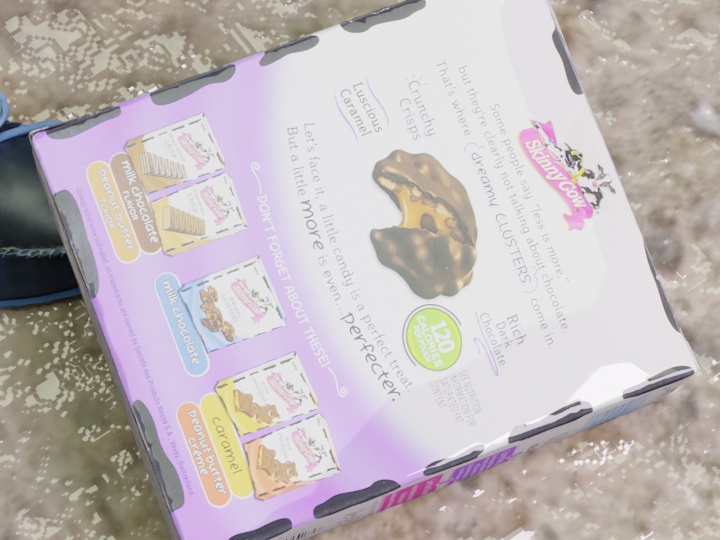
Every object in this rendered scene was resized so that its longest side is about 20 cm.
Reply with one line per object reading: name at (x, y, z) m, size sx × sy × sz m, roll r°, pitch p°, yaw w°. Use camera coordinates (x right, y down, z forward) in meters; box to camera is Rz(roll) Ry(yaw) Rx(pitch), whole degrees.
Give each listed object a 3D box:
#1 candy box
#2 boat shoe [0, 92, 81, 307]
candy box at (0.000, 0.000, 1.035) m, size 0.199 × 0.072 × 0.169 m, roll -20°, pitch 80°, yaw -8°
boat shoe at (-0.177, -0.029, 1.089) m, size 0.198 × 0.069 × 0.085 m, roll -1°, pitch 61°, yaw 3°
